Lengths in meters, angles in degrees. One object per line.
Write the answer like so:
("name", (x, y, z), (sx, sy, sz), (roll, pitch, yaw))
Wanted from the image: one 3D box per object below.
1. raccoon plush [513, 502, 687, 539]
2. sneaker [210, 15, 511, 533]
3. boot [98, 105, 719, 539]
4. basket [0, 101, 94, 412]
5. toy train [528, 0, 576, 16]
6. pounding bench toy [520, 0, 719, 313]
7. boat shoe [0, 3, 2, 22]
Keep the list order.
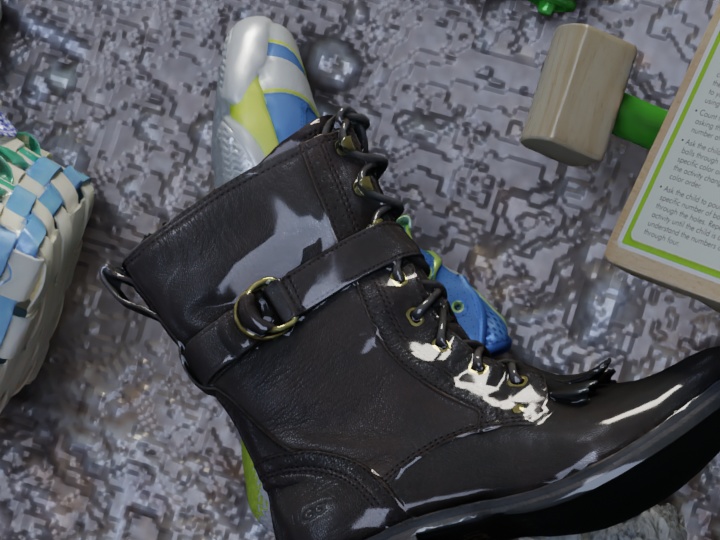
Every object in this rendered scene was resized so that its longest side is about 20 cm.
("raccoon plush", (0.025, 0.113, 1.038), (0.200, 0.097, 0.134), (23, 78, 14))
("sneaker", (0.000, 0.000, 1.076), (0.105, 0.076, 0.201), (-5, 82, -6))
("boot", (0.023, 0.018, 0.990), (0.200, 0.069, 0.174), (-25, 71, 1))
("basket", (-0.207, -0.020, 1.060), (0.200, 0.176, 0.139), (17, 104, -1))
("toy train", (-0.002, -0.140, 1.097), (0.200, 0.056, 0.042), (14, 84, 13))
("pounding bench toy", (0.173, -0.028, 1.007), (0.200, 0.156, 0.124), (21, 85, 45))
("boat shoe", (-0.216, -0.161, 1.130), (0.075, 0.062, 0.200), (-29, 68, -40))
